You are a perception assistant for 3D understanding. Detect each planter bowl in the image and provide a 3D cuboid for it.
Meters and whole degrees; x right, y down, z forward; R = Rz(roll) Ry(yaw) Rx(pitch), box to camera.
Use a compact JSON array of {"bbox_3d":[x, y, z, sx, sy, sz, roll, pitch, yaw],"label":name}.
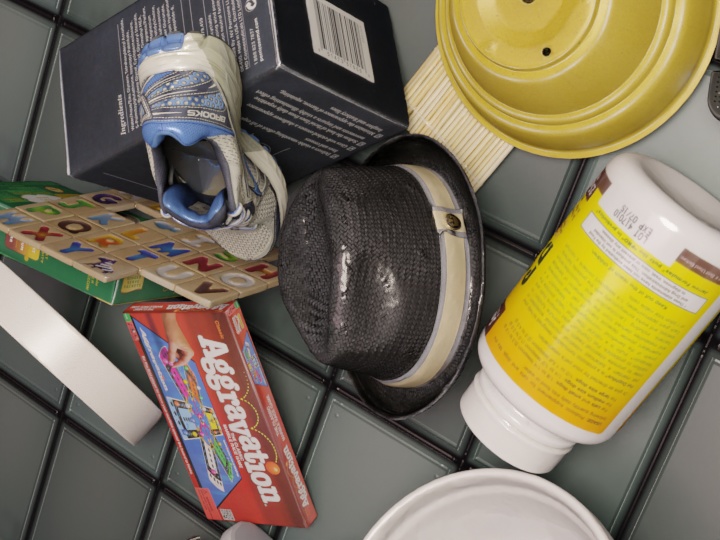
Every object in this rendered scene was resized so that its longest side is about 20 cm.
[{"bbox_3d":[0.119,-0.170,0.747,0.200,0.083,0.201,4,98,30],"label":"planter bowl"}]

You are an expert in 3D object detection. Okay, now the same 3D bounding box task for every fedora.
[{"bbox_3d":[0.000,0.000,0.808,0.200,0.091,0.201,-19,68,55],"label":"fedora"}]

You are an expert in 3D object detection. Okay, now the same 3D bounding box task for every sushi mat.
[{"bbox_3d":[0.104,-0.153,0.815,0.096,0.012,0.200,48,116,18],"label":"sushi mat"}]

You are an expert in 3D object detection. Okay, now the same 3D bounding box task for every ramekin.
[{"bbox_3d":[0.092,0.240,0.769,0.200,0.105,0.201,-16,54,23],"label":"ramekin"}]

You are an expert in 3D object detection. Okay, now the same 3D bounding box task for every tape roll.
[{"bbox_3d":[-0.243,0.061,0.951,0.203,0.203,0.037,38,76,23],"label":"tape roll"}]

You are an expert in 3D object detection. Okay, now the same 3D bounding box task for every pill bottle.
[{"bbox_3d":[0.149,0.032,0.750,0.109,0.109,0.200,43,114,20],"label":"pill bottle"}]

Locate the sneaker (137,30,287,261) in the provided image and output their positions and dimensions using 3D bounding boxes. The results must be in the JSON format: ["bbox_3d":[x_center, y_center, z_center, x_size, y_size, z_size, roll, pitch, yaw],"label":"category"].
[{"bbox_3d":[-0.099,-0.055,0.753,0.077,0.200,0.085,-5,57,11],"label":"sneaker"}]

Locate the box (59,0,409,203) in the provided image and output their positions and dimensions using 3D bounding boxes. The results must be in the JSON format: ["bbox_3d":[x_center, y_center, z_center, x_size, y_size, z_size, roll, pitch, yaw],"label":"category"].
[{"bbox_3d":[-0.092,-0.130,0.846,0.200,0.148,0.107,-22,68,31],"label":"box"}]

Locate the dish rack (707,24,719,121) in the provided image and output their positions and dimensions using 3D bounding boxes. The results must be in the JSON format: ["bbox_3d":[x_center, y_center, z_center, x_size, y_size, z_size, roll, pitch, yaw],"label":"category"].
[{"bbox_3d":[0.292,-0.140,0.653,0.200,0.054,0.154,17,105,43],"label":"dish rack"}]

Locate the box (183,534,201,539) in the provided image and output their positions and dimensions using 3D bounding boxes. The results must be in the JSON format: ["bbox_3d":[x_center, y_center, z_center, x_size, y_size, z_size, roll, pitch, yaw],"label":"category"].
[{"bbox_3d":[-0.135,0.322,0.949,0.200,0.049,0.160,67,153,8],"label":"box"}]

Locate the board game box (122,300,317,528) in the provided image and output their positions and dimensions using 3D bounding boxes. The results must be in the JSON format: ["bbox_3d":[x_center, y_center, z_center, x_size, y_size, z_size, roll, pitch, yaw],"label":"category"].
[{"bbox_3d":[-0.109,0.114,0.923,0.103,0.019,0.200,-3,117,31],"label":"board game box"}]

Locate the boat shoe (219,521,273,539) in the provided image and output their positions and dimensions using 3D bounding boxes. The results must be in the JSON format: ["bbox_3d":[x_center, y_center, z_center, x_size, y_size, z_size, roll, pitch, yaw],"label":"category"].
[{"bbox_3d":[-0.072,0.300,0.934,0.065,0.074,0.200,-31,78,26],"label":"boat shoe"}]

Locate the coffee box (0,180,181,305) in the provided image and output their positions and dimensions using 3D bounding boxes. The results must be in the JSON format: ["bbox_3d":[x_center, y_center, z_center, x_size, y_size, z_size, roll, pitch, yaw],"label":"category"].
[{"bbox_3d":[-0.232,-0.027,0.970,0.200,0.123,0.044,20,104,26],"label":"coffee box"}]

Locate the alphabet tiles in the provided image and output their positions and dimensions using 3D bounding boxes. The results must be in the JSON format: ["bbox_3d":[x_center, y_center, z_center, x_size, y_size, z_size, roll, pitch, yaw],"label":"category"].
[{"bbox_3d":[-0.158,-0.021,0.898,0.200,0.167,0.008,23,112,27],"label":"alphabet tiles"}]
